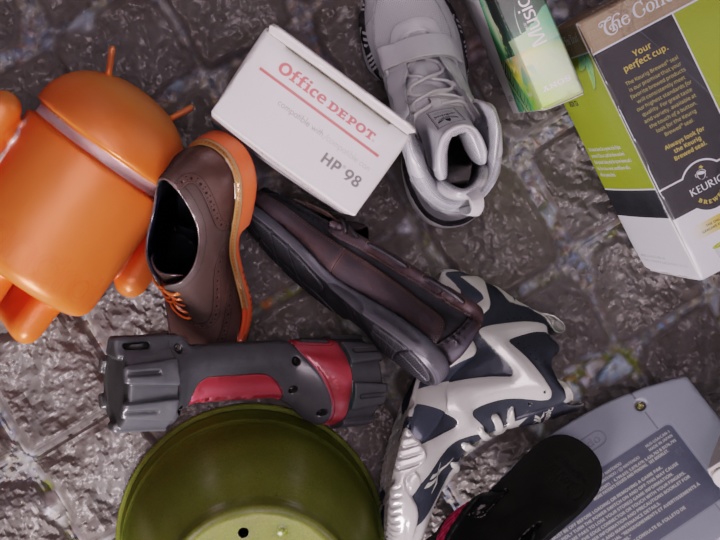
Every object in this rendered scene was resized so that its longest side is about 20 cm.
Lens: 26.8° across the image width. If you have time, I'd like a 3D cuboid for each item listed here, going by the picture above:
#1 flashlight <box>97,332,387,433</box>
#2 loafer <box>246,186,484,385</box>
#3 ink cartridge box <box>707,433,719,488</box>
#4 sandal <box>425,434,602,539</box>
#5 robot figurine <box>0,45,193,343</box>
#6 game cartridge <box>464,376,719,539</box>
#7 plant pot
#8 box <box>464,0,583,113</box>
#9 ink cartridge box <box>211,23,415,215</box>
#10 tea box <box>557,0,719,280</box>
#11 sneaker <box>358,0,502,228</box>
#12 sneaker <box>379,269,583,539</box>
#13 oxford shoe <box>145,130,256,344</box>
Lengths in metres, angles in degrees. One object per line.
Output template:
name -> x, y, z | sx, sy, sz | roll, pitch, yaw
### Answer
flashlight -> -0.079, 0.081, 1.033 | 0.199, 0.068, 0.068 | -3, 50, -33
loafer -> 0.000, 0.000, 1.056 | 0.200, 0.072, 0.063 | 39, 74, 24
ink cartridge box -> 0.345, 0.100, 1.057 | 0.146, 0.084, 0.200 | 38, 49, -8
sandal -> 0.087, 0.187, 1.038 | 0.075, 0.045, 0.200 | 39, 77, 24
robot figurine -> -0.197, -0.050, 1.032 | 0.143, 0.117, 0.201 | 35, 90, 5
game cartridge -> 0.180, 0.169, 1.073 | 0.199, 0.042, 0.133 | -32, 58, -5
plant pot -> -0.072, 0.203, 1.018 | 0.199, 0.193, 0.202 | 0, 93, -5
box -> 0.089, -0.205, 1.036 | 0.036, 0.144, 0.201 | -25, 95, 1
ink cartridge box -> -0.037, -0.096, 1.001 | 0.116, 0.200, 0.067 | 36, 89, -6
tea box -> 0.262, -0.127, 1.063 | 0.199, 0.134, 0.198 | -27, 96, -4
sneaker -> 0.052, -0.127, 1.051 | 0.075, 0.115, 0.202 | -14, 94, -5
sneaker -> 0.092, 0.109, 1.077 | 0.129, 0.080, 0.201 | 15, 72, -4
oxford shoe -> -0.120, 0.004, 1.029 | 0.071, 0.072, 0.201 | 23, 126, 27
